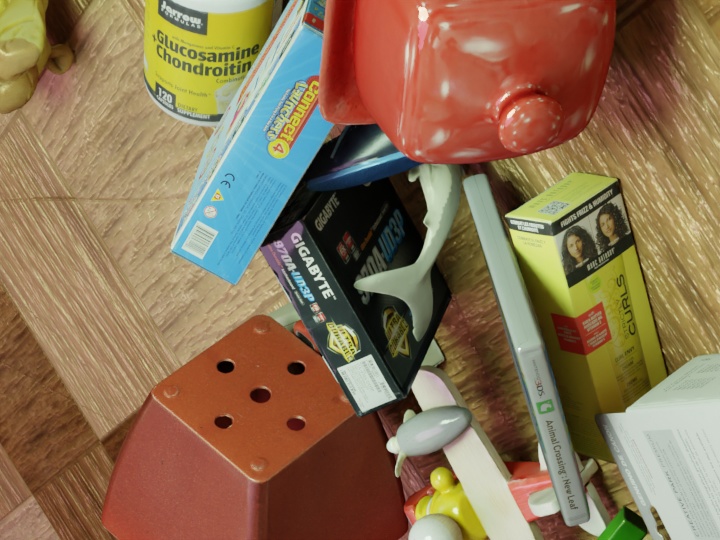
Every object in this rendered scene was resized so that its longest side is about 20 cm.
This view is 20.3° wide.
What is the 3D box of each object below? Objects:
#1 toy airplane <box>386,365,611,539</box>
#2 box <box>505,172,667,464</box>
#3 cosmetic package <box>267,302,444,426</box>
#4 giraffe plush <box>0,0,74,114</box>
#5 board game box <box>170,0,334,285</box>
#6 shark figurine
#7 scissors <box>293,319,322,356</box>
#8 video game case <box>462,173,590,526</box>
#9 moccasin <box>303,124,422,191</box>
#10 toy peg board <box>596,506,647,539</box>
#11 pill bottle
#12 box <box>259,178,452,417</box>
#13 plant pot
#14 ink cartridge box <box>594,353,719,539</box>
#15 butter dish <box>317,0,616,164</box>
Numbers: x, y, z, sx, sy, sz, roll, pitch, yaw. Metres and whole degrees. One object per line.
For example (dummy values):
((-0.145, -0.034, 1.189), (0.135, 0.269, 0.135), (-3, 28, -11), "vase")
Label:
((0.104, 0.197, 1.639), (0.200, 0.141, 0.200), (39, 145, 32), "toy airplane")
((0.169, 0.035, 1.457), (0.050, 0.075, 0.201), (14, 128, 51), "box")
((-0.021, 0.068, 1.781), (0.104, 0.073, 0.200), (61, 151, -5), "cosmetic package")
((-0.352, -0.224, 1.927), (0.172, 0.201, 0.163), (22, 146, 11), "giraffe plush")
((-0.057, -0.119, 1.469), (0.056, 0.196, 0.200), (28, 116, -9), "board game box")
((0.054, -0.068, 1.522), (0.089, 0.128, 0.216), (32, -141, -56), "shark figurine")
((-0.040, 0.044, 1.630), (0.073, 0.014, 0.200), (39, 169, 26), "scissors")
((0.121, 0.056, 1.472), (0.201, 0.022, 0.183), (-103, -5, -51), "video game case")
((0.045, -0.117, 1.448), (0.069, 0.199, 0.080), (70, -165, 7), "moccasin")
((0.227, 0.286, 1.487), (0.199, 0.200, 0.098), (34, 112, -7), "toy peg board")
((-0.118, -0.221, 1.621), (0.112, 0.112, 0.201), (43, 148, 26), "pill bottle")
((0.000, 0.000, 1.562), (0.046, 0.200, 0.160), (-24, 104, 22), "box")
((-0.086, 0.161, 1.701), (0.199, 0.200, 0.177), (37, 143, 27), "plant pot")
((0.277, 0.161, 1.397), (0.175, 0.084, 0.201), (-11, 107, 61), "ink cartridge box")
((0.086, -0.136, 1.269), (0.200, 0.199, 0.148), (97, 158, -49), "butter dish")
